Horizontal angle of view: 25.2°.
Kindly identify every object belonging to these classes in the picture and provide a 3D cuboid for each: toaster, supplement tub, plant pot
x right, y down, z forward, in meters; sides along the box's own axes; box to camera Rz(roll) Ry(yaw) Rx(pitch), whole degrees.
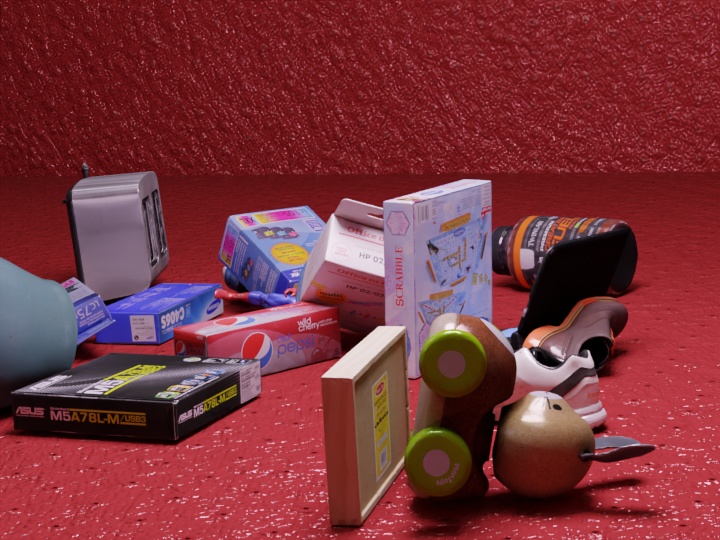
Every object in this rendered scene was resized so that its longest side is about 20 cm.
[{"bbox_3d":[-0.364,-0.060,2.398,0.118,0.200,0.181,-7,9,2],"label":"toaster"},{"bbox_3d":[0.279,-0.023,2.255,0.200,0.107,0.107,4,12,37],"label":"supplement tub"},{"bbox_3d":[-0.416,0.069,1.726,0.188,0.200,0.200,9,-1,-44],"label":"plant pot"}]

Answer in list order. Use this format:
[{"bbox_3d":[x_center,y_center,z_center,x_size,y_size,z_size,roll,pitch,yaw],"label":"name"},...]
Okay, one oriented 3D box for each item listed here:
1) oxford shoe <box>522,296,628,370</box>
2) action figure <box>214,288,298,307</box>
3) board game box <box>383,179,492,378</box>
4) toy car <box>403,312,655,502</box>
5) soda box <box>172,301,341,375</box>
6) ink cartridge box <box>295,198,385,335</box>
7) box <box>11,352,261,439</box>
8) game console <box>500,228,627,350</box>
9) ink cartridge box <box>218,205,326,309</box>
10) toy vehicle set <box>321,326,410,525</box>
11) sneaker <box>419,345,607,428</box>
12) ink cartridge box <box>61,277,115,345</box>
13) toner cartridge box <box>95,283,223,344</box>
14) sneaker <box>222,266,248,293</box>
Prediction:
[{"bbox_3d":[0.255,0.082,1.784,0.072,0.071,0.200,14,26,34],"label":"oxford shoe"},{"bbox_3d":[-0.100,0.053,2.048,0.200,0.065,0.099,-1,3,18],"label":"action figure"},{"bbox_3d":[0.092,0.005,1.860,0.041,0.200,0.200,5,12,30],"label":"board game box"},{"bbox_3d":[0.143,0.126,1.344,0.200,0.158,0.164,9,0,3],"label":"toy car"},{"bbox_3d":[-0.117,0.084,1.872,0.200,0.064,0.070,-12,13,-41],"label":"soda box"},{"bbox_3d":[0.000,0.000,1.932,0.115,0.068,0.200,15,-30,-10],"label":"ink cartridge box"},{"bbox_3d":[-0.231,0.129,1.691,0.193,0.048,0.200,4,11,23],"label":"box"},{"bbox_3d":[0.198,0.029,1.842,0.176,0.117,0.200,-9,1,36],"label":"game console"},{"bbox_3d":[-0.081,-0.001,2.181,0.136,0.076,0.200,-10,40,-35],"label":"ink cartridge box"},{"bbox_3d":[0.008,0.129,1.385,0.026,0.125,0.200,-1,10,14],"label":"toy vehicle set"},{"bbox_3d":[0.150,0.110,1.594,0.200,0.080,0.074,1,12,30],"label":"sneaker"},{"bbox_3d":[-0.386,0.064,2.029,0.119,0.042,0.200,-30,19,-15],"label":"ink cartridge box"},{"bbox_3d":[-0.266,0.056,2.141,0.095,0.043,0.200,2,11,20],"label":"toner cartridge box"},{"bbox_3d":[-0.092,0.012,2.308,0.200,0.079,0.089,-9,25,-15],"label":"sneaker"}]
